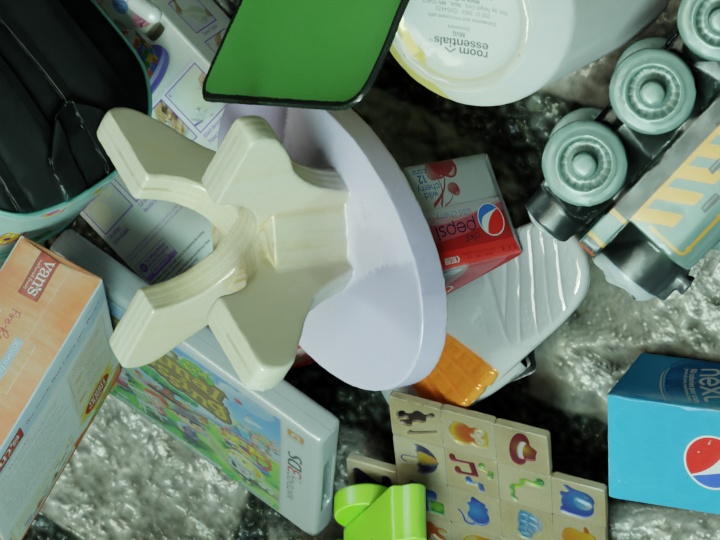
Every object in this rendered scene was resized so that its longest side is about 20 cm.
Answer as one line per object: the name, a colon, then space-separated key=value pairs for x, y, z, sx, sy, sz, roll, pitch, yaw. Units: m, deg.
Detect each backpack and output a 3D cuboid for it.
backpack: x=-0.224 y=-0.103 z=1.630 sx=0.200 sy=0.176 sz=0.153 roll=45 pitch=140 yaw=3

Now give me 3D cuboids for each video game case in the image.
video game case: x=-0.100 y=0.071 z=1.738 sx=0.200 sy=0.022 sz=0.182 roll=35 pitch=160 yaw=12

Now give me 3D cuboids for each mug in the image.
mug: x=0.067 y=-0.150 z=1.546 sx=0.186 sy=0.153 sz=0.150 roll=-38 pitch=94 yaw=34

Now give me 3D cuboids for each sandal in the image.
sandal: x=0.081 y=0.029 z=1.669 sx=0.207 sy=0.059 sz=0.079 roll=-34 pitch=75 yaw=48

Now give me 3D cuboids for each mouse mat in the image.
mouse mat: x=-0.005 y=-0.174 z=1.509 sx=0.008 sy=0.201 sz=0.161 roll=32 pitch=167 yaw=-32

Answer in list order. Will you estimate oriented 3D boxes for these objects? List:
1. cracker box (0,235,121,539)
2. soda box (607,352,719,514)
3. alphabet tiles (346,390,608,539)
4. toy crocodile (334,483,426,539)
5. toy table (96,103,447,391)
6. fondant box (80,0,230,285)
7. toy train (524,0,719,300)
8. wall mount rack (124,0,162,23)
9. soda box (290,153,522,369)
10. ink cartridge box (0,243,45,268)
cracker box: x=-0.197 y=0.075 z=1.656 sx=0.058 sy=0.134 sz=0.200 roll=29 pitch=164 yaw=6
soda box: x=0.242 y=0.100 z=1.629 sx=0.199 sy=0.064 sz=0.068 roll=7 pitch=115 yaw=22
alphabet tiles: x=0.070 y=0.153 z=1.730 sx=0.167 sy=0.008 sz=0.200 roll=14 pitch=137 yaw=20
toy crocodile: x=0.000 y=0.185 z=1.752 sx=0.062 sy=0.068 sz=0.200 roll=10 pitch=146 yaw=-20
toy table: x=-0.053 y=-0.017 z=1.570 sx=0.200 sy=0.117 sz=0.184 roll=47 pitch=130 yaw=34
fondant box: x=-0.131 y=-0.100 z=1.721 sx=0.200 sy=0.058 sz=0.144 roll=46 pitch=124 yaw=-1
toy train: x=0.182 y=-0.076 z=1.545 sx=0.114 sy=0.085 sz=0.200 roll=43 pitch=101 yaw=-1
wall mount rack: x=-0.137 y=-0.234 z=1.583 sx=0.174 sy=0.200 sz=0.075 roll=49 pitch=162 yaw=-11
soda box: x=0.000 y=0.000 z=1.656 sx=0.200 sy=0.070 sz=0.064 roll=-31 pitch=76 yaw=49
ink cartridge box: x=-0.263 y=0.004 z=1.779 sx=0.084 sy=0.145 sz=0.201 roll=1 pitch=113 yaw=29
